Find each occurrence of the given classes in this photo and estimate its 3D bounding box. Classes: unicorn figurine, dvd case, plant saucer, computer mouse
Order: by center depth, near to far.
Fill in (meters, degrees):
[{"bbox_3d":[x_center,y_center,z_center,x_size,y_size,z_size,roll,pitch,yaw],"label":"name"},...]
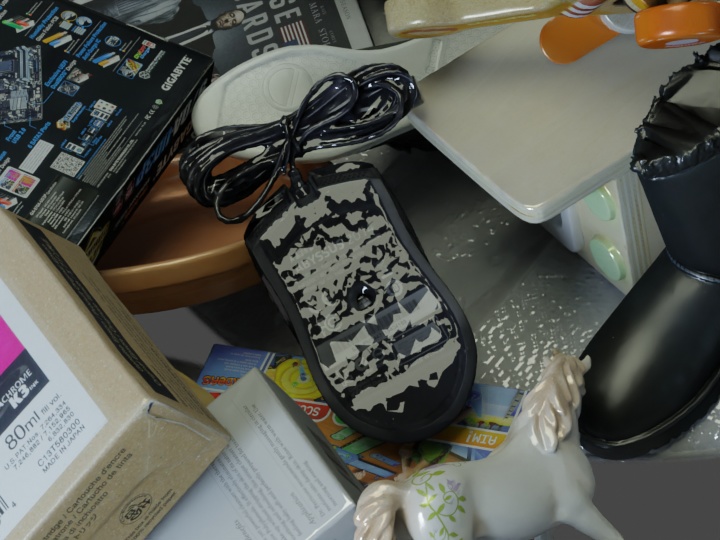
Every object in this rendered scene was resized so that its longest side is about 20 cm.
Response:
[{"bbox_3d":[0.076,0.118,1.306,0.074,0.138,0.200,-12,0,44],"label":"unicorn figurine"},{"bbox_3d":[0.000,0.000,1.404,0.138,0.053,0.201,-24,78,-1],"label":"computer mouse"},{"bbox_3d":[-0.107,-0.021,1.510,0.199,0.038,0.200,-11,19,4],"label":"plant saucer"},{"bbox_3d":[-0.097,-0.144,1.670,0.199,0.025,0.151,-21,47,2],"label":"dvd case"}]

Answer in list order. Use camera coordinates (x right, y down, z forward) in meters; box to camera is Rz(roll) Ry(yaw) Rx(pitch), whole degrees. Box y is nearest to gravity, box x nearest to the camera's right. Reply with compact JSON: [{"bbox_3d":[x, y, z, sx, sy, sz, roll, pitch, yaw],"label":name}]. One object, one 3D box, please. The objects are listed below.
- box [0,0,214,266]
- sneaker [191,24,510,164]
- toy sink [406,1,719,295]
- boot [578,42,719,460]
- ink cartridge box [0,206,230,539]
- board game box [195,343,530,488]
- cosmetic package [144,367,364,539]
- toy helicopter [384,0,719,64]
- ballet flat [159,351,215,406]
[{"bbox_3d":[-0.192,-0.078,1.459,0.158,0.046,0.200,22,44,8],"label":"box"},{"bbox_3d":[-0.002,-0.093,1.532,0.199,0.099,0.071,-14,78,-9],"label":"sneaker"},{"bbox_3d":[0.143,-0.075,1.467,0.200,0.112,0.130,-33,47,-17],"label":"toy sink"},{"bbox_3d":[0.171,-0.014,1.367,0.198,0.163,0.073,-41,51,-16],"label":"boot"},{"bbox_3d":[-0.185,0.096,1.297,0.200,0.075,0.165,-49,53,7],"label":"ink cartridge box"},{"bbox_3d":[-0.014,0.113,1.407,0.199,0.035,0.136,8,53,26],"label":"board game box"},{"bbox_3d":[-0.089,0.159,1.325,0.200,0.085,0.108,-39,55,3],"label":"cosmetic package"},{"bbox_3d":[0.111,-0.148,1.399,0.199,0.132,0.079,-6,88,19],"label":"toy helicopter"},{"bbox_3d":[-0.142,0.054,1.453,0.069,0.063,0.200,-53,38,-12],"label":"ballet flat"}]
